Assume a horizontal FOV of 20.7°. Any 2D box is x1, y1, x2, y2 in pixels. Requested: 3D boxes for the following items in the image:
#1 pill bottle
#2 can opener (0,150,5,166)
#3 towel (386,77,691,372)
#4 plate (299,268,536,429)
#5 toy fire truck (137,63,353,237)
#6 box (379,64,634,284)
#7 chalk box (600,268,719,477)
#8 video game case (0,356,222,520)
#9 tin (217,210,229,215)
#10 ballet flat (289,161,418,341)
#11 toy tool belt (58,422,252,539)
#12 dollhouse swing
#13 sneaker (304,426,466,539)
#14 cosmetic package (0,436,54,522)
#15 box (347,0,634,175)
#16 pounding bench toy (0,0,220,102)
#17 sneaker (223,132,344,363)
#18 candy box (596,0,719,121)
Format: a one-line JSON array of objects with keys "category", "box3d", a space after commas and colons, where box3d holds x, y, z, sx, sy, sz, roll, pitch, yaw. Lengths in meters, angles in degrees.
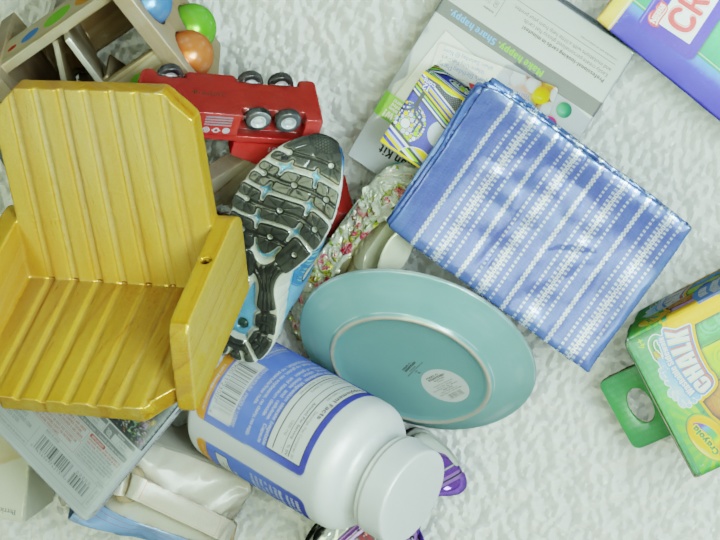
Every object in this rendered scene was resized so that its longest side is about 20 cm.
[{"category": "pill bottle", "box3d": [-0.034, 0.139, 1.592, 0.199, 0.112, 0.113, 27, 105, 31]}, {"category": "can opener", "box3d": [-0.268, -0.061, 1.638, 0.066, 0.053, 0.201, -19, 132, 2]}, {"category": "towel", "box3d": [0.134, -0.035, 1.511, 0.199, 0.024, 0.145, 36, 106, 2]}, {"category": "plate", "box3d": [0.043, 0.073, 1.592, 0.198, 0.026, 0.201, 12, 141, 10]}, {"category": "toy fire truck", "box3d": [-0.092, -0.091, 1.570, 0.198, 0.049, 0.142, 2, 138, -19]}, {"category": "box", "box3d": [0.118, -0.076, 1.551, 0.199, 0.064, 0.070, 34, 105, 2]}, {"category": "chalk box", "box3d": [0.286, 0.073, 1.547, 0.199, 0.124, 0.125, -30, 92, 16]}, {"category": "video game case", "box3d": [-0.236, 0.069, 1.606, 0.200, 0.023, 0.182, 44, 106, 12]}, {"category": "tin", "box3d": [-0.165, 0.034, 1.666, 0.199, 0.042, 0.112, -37, 82, 0]}, {"category": "ballet flat", "box3d": [0.000, 0.000, 1.603, 0.075, 0.064, 0.201, 10, 127, -28]}, {"category": "toy tool belt", "box3d": [-0.196, 0.189, 1.675, 0.198, 0.125, 0.124, 18, 107, -7]}, {"category": "dollhouse swing", "box3d": [-0.208, -0.018, 1.479, 0.198, 0.183, 0.177, 4, 137, 19]}, {"category": "sneaker", "box3d": [0.010, 0.226, 1.662, 0.083, 0.081, 0.200, 43, 105, -3]}, {"category": "cosmetic package", "box3d": [-0.316, 0.106, 1.719, 0.103, 0.073, 0.202, 8, 100, 11]}, {"category": "box", "box3d": [0.105, -0.136, 1.597, 0.155, 0.041, 0.201, 34, 106, 5]}, {"category": "pounding bench toy", "box3d": [-0.178, -0.148, 1.614, 0.155, 0.125, 0.200, -31, 116, 15]}, {"category": "sneaker", "box3d": [-0.065, -0.028, 1.565, 0.078, 0.090, 0.201, 29, 119, 3]}, {"category": "candy box", "box3d": [0.311, -0.200, 1.520, 0.200, 0.077, 0.170, 39, 106, 5]}]
